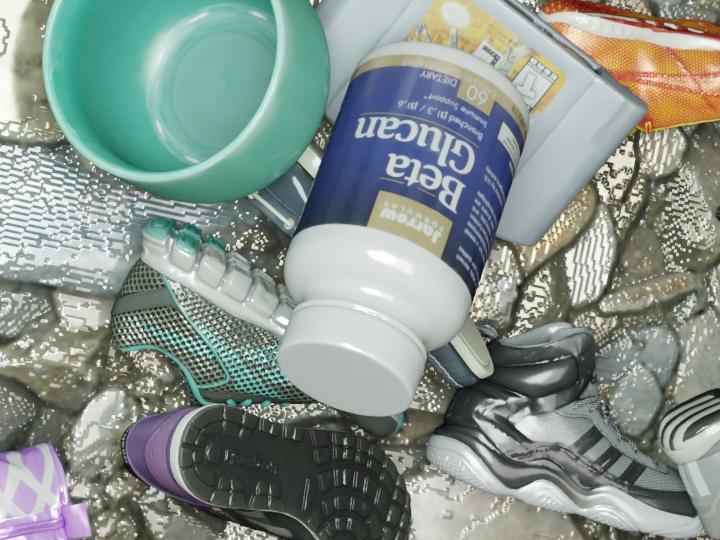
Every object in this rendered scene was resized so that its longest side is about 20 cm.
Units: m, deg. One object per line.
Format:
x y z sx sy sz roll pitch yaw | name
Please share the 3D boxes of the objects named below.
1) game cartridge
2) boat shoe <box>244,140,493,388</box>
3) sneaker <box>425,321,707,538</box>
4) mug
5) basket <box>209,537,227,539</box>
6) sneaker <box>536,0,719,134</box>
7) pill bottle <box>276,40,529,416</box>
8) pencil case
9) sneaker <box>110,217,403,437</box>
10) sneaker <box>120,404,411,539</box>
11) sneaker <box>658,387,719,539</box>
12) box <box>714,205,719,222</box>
0.059 -0.110 1.661 0.200 0.042 0.133 36 104 -8 | game cartridge
0.000 0.000 1.655 0.062 0.075 0.200 -42 93 8 | boat shoe
0.147 0.096 1.697 0.199 0.075 0.114 15 92 -11 | sneaker
-0.097 -0.132 1.591 0.151 0.114 0.186 -14 76 17 | mug
-0.034 0.260 1.634 0.199 0.136 0.124 31 84 -14 | basket
0.199 -0.120 1.712 0.199 0.073 0.078 10 106 -7 | sneaker
0.020 -0.022 1.562 0.111 0.111 0.201 26 62 -13 | pill bottle
-0.264 0.158 1.598 0.199 0.085 0.084 -15 95 -13 | pencil case
-0.066 0.053 1.657 0.200 0.078 0.091 34 102 -10 | sneaker
-0.057 0.126 1.660 0.200 0.087 0.076 28 72 -37 | sneaker
0.289 0.109 1.696 0.199 0.075 0.116 -22 103 -10 | sneaker
0.352 -0.047 1.756 0.200 0.044 0.160 -45 102 -7 | box
